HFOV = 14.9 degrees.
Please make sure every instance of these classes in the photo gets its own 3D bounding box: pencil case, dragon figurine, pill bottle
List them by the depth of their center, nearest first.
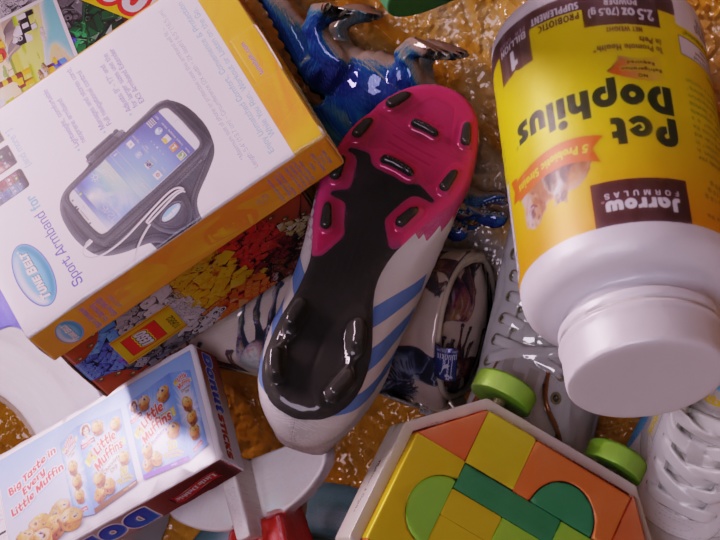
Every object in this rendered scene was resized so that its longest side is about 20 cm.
[{"bbox_3d":[0.126,-0.035,1.336,0.109,0.109,0.201,-18,58,20],"label":"pill bottle"},{"bbox_3d":[-0.007,-0.087,1.446,0.199,0.059,0.100,25,102,14],"label":"dragon figurine"},{"bbox_3d":[-0.031,0.026,1.455,0.198,0.078,0.090,5,82,19],"label":"pencil case"}]

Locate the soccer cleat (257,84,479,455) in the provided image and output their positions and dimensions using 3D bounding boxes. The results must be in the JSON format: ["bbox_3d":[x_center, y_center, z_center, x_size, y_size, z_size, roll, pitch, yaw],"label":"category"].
[{"bbox_3d":[0.000,0.000,1.375,0.069,0.086,0.201,22,66,9],"label":"soccer cleat"}]

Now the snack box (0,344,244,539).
[{"bbox_3d":[-0.153,0.116,1.444,0.199,0.024,0.072,-30,55,20],"label":"snack box"}]

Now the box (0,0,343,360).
[{"bbox_3d":[-0.121,-0.048,1.359,0.199,0.041,0.119,-34,64,5],"label":"box"}]

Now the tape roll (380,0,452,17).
[{"bbox_3d":[0.083,-0.199,1.329,0.200,0.200,0.048,-36,84,19],"label":"tape roll"}]

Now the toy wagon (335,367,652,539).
[{"bbox_3d":[0.088,0.149,1.344,0.199,0.040,0.156,31,73,-12],"label":"toy wagon"}]

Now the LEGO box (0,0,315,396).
[{"bbox_3d":[-0.126,-0.062,1.431,0.148,0.077,0.201,-33,64,2],"label":"LEGO box"}]

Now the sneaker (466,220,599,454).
[{"bbox_3d":[0.096,0.043,1.409,0.072,0.085,0.202,7,96,20],"label":"sneaker"}]

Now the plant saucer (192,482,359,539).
[{"bbox_3d":[-0.024,0.217,1.498,0.199,0.027,0.202,2,96,19],"label":"plant saucer"}]

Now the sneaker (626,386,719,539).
[{"bbox_3d":[0.175,0.077,1.386,0.076,0.081,0.201,23,103,14],"label":"sneaker"}]

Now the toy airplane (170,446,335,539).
[{"bbox_3d":[-0.029,0.189,1.424,0.199,0.141,0.200,27,82,42],"label":"toy airplane"}]

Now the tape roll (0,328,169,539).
[{"bbox_3d":[-0.206,0.110,1.528,0.201,0.071,0.204,2,95,20],"label":"tape roll"}]
